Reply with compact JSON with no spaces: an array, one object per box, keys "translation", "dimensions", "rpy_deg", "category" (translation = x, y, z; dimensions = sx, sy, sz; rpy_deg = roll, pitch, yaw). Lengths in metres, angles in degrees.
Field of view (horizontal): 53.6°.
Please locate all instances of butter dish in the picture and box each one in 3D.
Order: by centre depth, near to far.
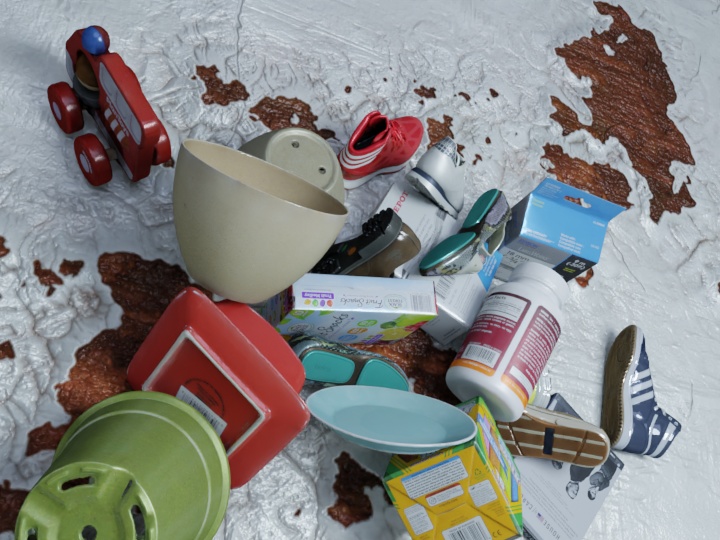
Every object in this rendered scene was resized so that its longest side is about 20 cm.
[{"translation":[-0.146,0.118,0.844],"dimensions":[0.200,0.200,0.148],"rpy_deg":[45,34,1],"category":"butter dish"}]

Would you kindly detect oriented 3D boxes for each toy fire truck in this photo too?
[{"translation":[-0.316,-0.217,0.906],"dimensions":[0.111,0.168,0.202],"rpy_deg":[-26,79,-31],"category":"toy fire truck"}]

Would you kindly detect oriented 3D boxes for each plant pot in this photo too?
[{"translation":[-0.234,0.227,0.687],"dimensions":[0.196,0.190,0.204],"rpy_deg":[0,86,-4],"category":"plant pot"},{"translation":[-0.127,-0.044,0.799],"dimensions":[0.198,0.201,0.136],"rpy_deg":[20,103,-15],"category":"plant pot"}]

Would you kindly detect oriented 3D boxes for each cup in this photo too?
[{"translation":[-0.100,-0.112,0.971],"dimensions":[0.197,0.143,0.204],"rpy_deg":[9,64,-19],"category":"cup"}]

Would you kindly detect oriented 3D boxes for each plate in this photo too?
[{"translation":[0.033,0.172,0.810],"dimensions":[0.197,0.200,0.026],"rpy_deg":[4,97,-22],"category":"plate"}]

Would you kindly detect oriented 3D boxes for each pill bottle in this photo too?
[{"translation":[0.207,0.093,0.972],"dimensions":[0.112,0.113,0.201],"rpy_deg":[36,67,-5],"category":"pill bottle"}]

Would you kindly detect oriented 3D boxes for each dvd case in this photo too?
[{"translation":[0.285,0.299,1.030],"dimensions":[0.151,0.025,0.200],"rpy_deg":[47,58,1],"category":"dvd case"}]

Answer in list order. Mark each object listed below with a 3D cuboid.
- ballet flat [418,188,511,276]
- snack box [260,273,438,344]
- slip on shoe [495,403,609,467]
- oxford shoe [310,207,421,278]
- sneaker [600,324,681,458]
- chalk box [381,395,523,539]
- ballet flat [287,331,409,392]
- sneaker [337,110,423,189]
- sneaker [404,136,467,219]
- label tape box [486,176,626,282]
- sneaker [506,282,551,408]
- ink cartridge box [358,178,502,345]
[{"translation":[0.158,-0.037,1.003],"dimensions":[0.072,0.072,0.200],"rpy_deg":[44,57,0],"category":"ballet flat"},{"translation":[-0.017,0.054,0.933],"dimensions":[0.197,0.142,0.054],"rpy_deg":[4,66,-23],"category":"snack box"},{"translation":[0.248,0.222,1.004],"dimensions":[0.197,0.061,0.077],"rpy_deg":[8,97,15],"category":"slip on shoe"},{"translation":[0.000,0.000,0.943],"dimensions":[0.084,0.199,0.073],"rpy_deg":[36,47,-26],"category":"oxford shoe"},{"translation":[0.446,0.194,1.122],"dimensions":[0.107,0.070,0.203],"rpy_deg":[20,67,-9],"category":"sneaker"},{"translation":[0.120,0.247,0.885],"dimensions":[0.125,0.123,0.200],"rpy_deg":[62,14,-4],"category":"chalk box"},{"translation":[-0.017,0.126,0.940],"dimensions":[0.199,0.074,0.075],"rpy_deg":[29,55,-37],"category":"ballet flat"},{"translation":[0.047,-0.203,1.095],"dimensions":[0.079,0.116,0.200],"rpy_deg":[47,57,3],"category":"sneaker"},{"translation":[0.130,-0.134,1.065],"dimensions":[0.076,0.200,0.081],"rpy_deg":[35,93,16],"category":"sneaker"},{"translation":[0.281,-0.044,1.079],"dimensions":[0.142,0.200,0.064],"rpy_deg":[17,61,-16],"category":"label tape box"},{"translation":[0.225,0.108,1.060],"dimensions":[0.089,0.078,0.203],"rpy_deg":[4,64,-15],"category":"sneaker"},{"translation":[0.090,-0.013,1.047],"dimensions":[0.199,0.084,0.146],"rpy_deg":[36,58,-6],"category":"ink cartridge box"}]
